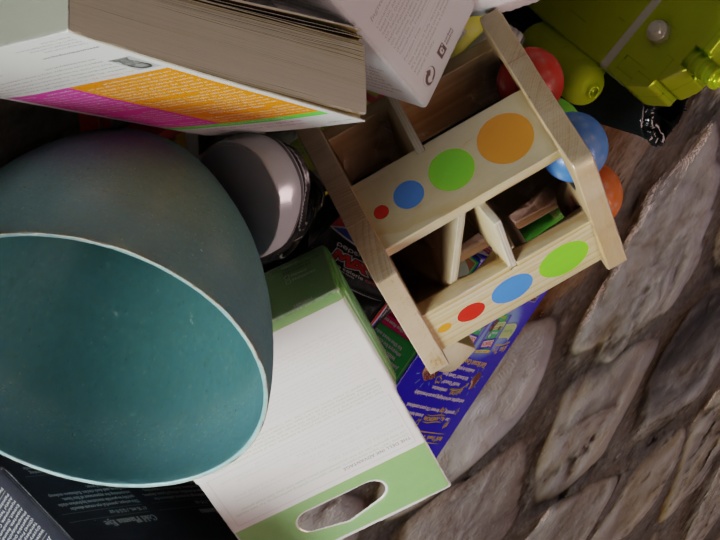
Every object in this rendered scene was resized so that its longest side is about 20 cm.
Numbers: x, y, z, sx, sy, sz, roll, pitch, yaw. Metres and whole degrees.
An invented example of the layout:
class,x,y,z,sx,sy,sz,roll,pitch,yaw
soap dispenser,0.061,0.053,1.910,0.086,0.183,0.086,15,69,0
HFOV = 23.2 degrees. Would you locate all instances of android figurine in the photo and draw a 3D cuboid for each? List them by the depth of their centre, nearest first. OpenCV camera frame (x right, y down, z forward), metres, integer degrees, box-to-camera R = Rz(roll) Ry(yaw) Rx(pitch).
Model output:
class,x,y,z,sx,sy,sz,roll,pitch,yaw
android figurine,0.182,-0.184,1.114,0.182,0.200,0.041,-49,138,9

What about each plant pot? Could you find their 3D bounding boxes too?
class,x,y,z,sx,sy,sz,roll,pitch,yaw
plant pot,-0.134,0.003,0.946,0.201,0.198,0.136,96,5,-47

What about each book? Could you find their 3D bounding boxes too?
class,x,y,z,sx,sy,sz,roll,pitch,yaw
book,-0.111,-0.101,0.862,0.199,0.133,0.049,7,79,-50

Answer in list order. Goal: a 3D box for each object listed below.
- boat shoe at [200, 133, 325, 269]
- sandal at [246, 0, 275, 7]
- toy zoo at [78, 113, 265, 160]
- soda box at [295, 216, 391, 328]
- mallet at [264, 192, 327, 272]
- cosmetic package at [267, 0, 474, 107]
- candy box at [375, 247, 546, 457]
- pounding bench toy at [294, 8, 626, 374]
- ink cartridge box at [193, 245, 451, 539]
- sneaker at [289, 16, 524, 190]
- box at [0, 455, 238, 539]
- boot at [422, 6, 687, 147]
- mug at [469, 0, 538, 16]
class,x,y,z,sx,sy,sz,roll,pitch,yaw
boat shoe,-0.055,-0.036,1.025,0.066,0.070,0.200,-27,169,-22
sandal,-0.126,-0.148,0.882,0.082,0.050,0.202,-17,161,37
toy zoo,-0.108,-0.093,1.025,0.131,0.020,0.201,-36,149,-31
soda box,0.000,0.000,1.199,0.071,0.063,0.200,-58,174,33
mallet,-0.006,-0.081,1.195,0.200,0.041,0.066,-48,159,-19
cosmetic package,-0.028,-0.171,0.932,0.072,0.101,0.200,-64,149,-9
candy box,0.047,0.065,1.414,0.201,0.077,0.169,-57,155,7
pounding bench toy,0.079,-0.032,1.064,0.155,0.125,0.200,-29,148,2
ink cartridge box,-0.043,0.092,1.100,0.145,0.048,0.201,-26,133,5
sneaker,0.003,-0.119,1.122,0.199,0.091,0.078,-37,-175,-5
box,-0.148,0.212,1.154,0.105,0.182,0.199,-59,153,14
boot,0.137,-0.116,1.187,0.073,0.161,0.200,32,75,-57
mug,0.087,-0.255,1.023,0.175,0.147,0.201,-39,132,-19
